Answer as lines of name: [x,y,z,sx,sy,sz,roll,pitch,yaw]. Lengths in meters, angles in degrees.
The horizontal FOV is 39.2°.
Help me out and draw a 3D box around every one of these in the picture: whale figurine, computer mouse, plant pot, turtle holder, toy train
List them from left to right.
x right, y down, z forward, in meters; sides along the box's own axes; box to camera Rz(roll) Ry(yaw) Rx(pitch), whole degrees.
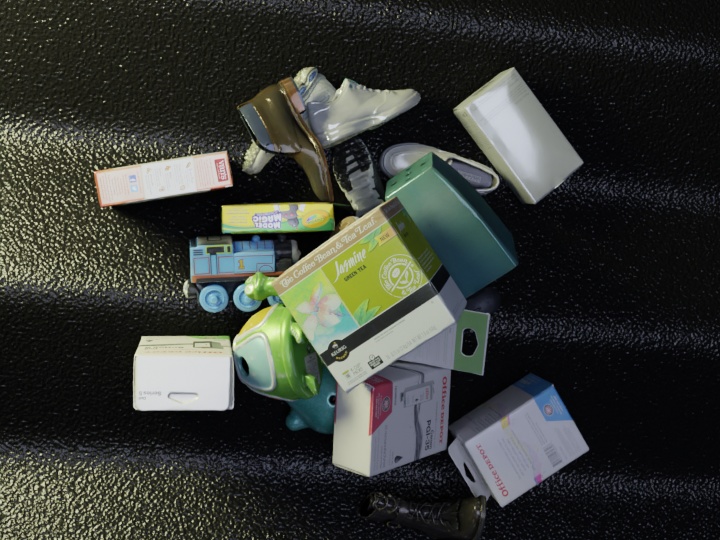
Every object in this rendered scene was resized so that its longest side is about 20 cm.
toy train: [-0.180,0.001,1.596,0.198,0.087,0.115,-2,106,-9]
turtle holder: [-0.126,0.110,1.529,0.131,0.141,0.186,-9,123,19]
whale figurine: [-0.081,0.185,1.624,0.199,0.104,0.160,25,90,-9]
plant pot: [0.132,-0.074,1.592,0.141,0.142,0.200,-33,106,15]
computer mouse: [0.149,0.087,1.690,0.199,0.034,0.059,-31,99,-5]

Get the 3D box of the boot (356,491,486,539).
boot: [0.096,0.393,1.634,0.173,0.200,0.070,18,60,-15]

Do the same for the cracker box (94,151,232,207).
cracker box: [-0.298,-0.139,1.550,0.198,0.134,0.058,-11,96,-8]

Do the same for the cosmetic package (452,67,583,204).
cosmetic package: [0.260,-0.219,1.663,0.113,0.081,0.200,-37,100,-5]

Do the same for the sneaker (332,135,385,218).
sneaker: [0.011,-0.125,1.638,0.066,0.090,0.201,-25,72,10]

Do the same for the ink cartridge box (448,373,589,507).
ink cartridge box: [0.247,0.283,1.674,0.199,0.125,0.129,-31,98,-5]

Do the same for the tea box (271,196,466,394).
tea box: [0.016,0.033,1.465,0.199,0.134,0.197,-35,91,17]

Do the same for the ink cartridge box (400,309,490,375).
ink cartridge box: [0.102,0.086,1.584,0.198,0.048,0.146,8,134,9]

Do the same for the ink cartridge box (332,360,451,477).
ink cartridge box: [0.053,0.226,1.602,0.199,0.082,0.148,-8,103,-48]

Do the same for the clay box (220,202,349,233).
clay box: [-0.120,-0.083,1.593,0.198,0.115,0.048,-1,94,-9]

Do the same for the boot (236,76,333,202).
boot: [-0.112,-0.184,1.539,0.096,0.075,0.201,-22,88,-8]

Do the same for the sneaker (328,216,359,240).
sneaker: [0.000,0.000,1.608,0.112,0.071,0.201,3,130,-24]

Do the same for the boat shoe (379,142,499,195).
boat shoe: [0.131,-0.162,1.652,0.199,0.066,0.072,16,92,-10]

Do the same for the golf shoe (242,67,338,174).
golf shoe: [-0.105,-0.222,1.608,0.097,0.078,0.200,37,89,-16]

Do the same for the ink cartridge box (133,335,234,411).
ink cartridge box: [-0.267,0.153,1.543,0.144,0.200,0.085,1,94,-9]

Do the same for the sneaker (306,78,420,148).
sneaker: [0.006,-0.267,1.603,0.199,0.075,0.089,-25,92,-27]
